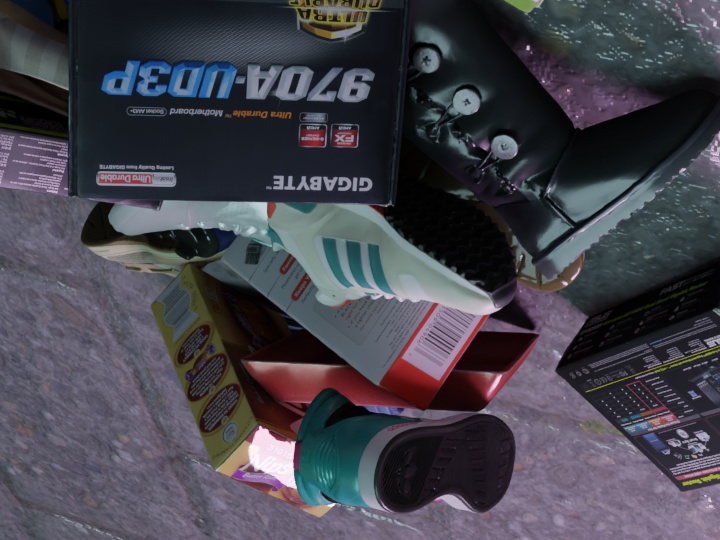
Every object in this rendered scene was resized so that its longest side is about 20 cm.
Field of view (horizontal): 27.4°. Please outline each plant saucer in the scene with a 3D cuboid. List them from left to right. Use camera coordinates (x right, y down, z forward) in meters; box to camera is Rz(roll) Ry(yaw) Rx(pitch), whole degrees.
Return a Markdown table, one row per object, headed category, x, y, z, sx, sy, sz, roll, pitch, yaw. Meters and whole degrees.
| category | x | y | z | sx | sy | sz | roll | pitch | yaw |
| --- | --- | --- | --- | --- | --- | --- | --- | --- | --- |
| plant saucer | 0.029 | 0.075 | 1.153 | 0.199 | 0.037 | 0.200 | 2 | -174 | 14 |

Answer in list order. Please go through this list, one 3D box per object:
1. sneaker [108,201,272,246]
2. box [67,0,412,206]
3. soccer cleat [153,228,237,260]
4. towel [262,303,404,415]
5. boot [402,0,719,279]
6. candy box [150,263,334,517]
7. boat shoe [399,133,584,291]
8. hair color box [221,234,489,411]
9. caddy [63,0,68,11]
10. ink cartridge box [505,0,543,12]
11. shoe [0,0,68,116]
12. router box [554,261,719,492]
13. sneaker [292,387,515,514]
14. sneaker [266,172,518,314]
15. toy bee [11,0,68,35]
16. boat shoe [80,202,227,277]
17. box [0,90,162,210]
| category | x | y | z | sx | sy | sz | roll | pitch | yaw |
| --- | --- | --- | --- | --- | --- | --- | --- | --- | --- |
| sneaker | -0.089 | -0.050 | 1.057 | 0.199 | 0.075 | 0.089 | -22 | 103 | 25 |
| box | -0.073 | -0.122 | 0.879 | 0.199 | 0.046 | 0.160 | 1 | 109 | -10 |
| soccer cleat | -0.163 | -0.097 | 1.156 | 0.200 | 0.084 | 0.065 | 47 | 146 | 3 |
| towel | -0.055 | 0.076 | 1.358 | 0.199 | 0.049 | 0.112 | 11 | 146 | 21 |
| boot | 0.108 | -0.116 | 0.930 | 0.165 | 0.066 | 0.200 | -42 | 93 | 22 |
| candy box | -0.086 | 0.092 | 1.169 | 0.116 | 0.200 | 0.056 | 32 | 107 | -39 |
| boat shoe | 0.076 | -0.068 | 1.023 | 0.201 | 0.066 | 0.072 | 40 | 124 | -2 |
| hair color box | 0.000 | 0.000 | 1.055 | 0.200 | 0.111 | 0.064 | 36 | -178 | 42 |
| caddy | -0.121 | -0.173 | 0.966 | 0.141 | 0.105 | 0.200 | 13 | 147 | 18 |
| ink cartridge box | 0.076 | -0.245 | 0.747 | 0.147 | 0.076 | 0.200 | 29 | 148 | -5 |
| shoe | -0.175 | -0.113 | 0.946 | 0.199 | 0.054 | 0.070 | 26 | 156 | 11 |
| router box | 0.262 | 0.081 | 1.094 | 0.150 | 0.062 | 0.200 | 44 | 149 | -10 |
| sneaker | 0.019 | 0.131 | 1.048 | 0.120 | 0.084 | 0.200 | 9 | 179 | 34 |
| sneaker | 0.016 | -0.010 | 0.968 | 0.199 | 0.070 | 0.094 | 30 | 129 | 27 |
| toy bee | -0.238 | -0.203 | 1.024 | 0.130 | 0.109 | 0.200 | 19 | -177 | 37 |
| boat shoe | -0.155 | -0.029 | 1.253 | 0.199 | 0.072 | 0.065 | -2 | 148 | 44 |
| box | -0.254 | -0.108 | 0.998 | 0.199 | 0.048 | 0.193 | 7 | -156 | -41 |
